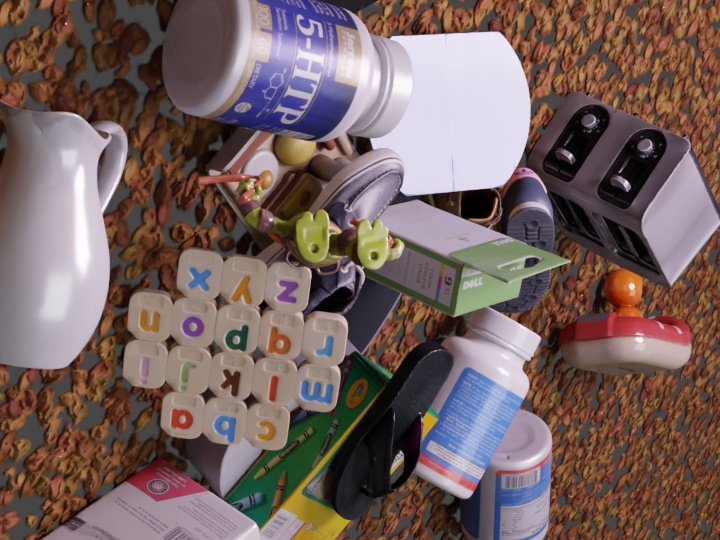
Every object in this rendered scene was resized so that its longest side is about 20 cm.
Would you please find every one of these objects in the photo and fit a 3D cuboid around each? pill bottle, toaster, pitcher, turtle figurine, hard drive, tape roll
[{"bbox_3d":[0.121,0.145,1.926,0.112,0.112,0.201,31,88,-55],"label":"pill bottle"},{"bbox_3d":[0.306,-0.091,1.968,0.119,0.180,0.200,-52,143,-10],"label":"toaster"},{"bbox_3d":[-0.245,-0.028,1.376,0.171,0.121,0.201,-1,102,-68],"label":"pitcher"},{"bbox_3d":[-0.045,-0.032,1.478,0.199,0.161,0.065,22,90,-16],"label":"turtle figurine"},{"bbox_3d":[0.000,0.000,1.752,0.201,0.042,0.135,-60,145,-3],"label":"hard drive"},{"bbox_3d":[-0.058,-0.175,1.463,0.199,0.120,0.120,9,106,-38],"label":"pill bottle"},{"bbox_3d":[0.177,0.277,2.097,0.112,0.112,0.201,-32,135,-36],"label":"pill bottle"},{"bbox_3d":[-0.074,0.148,1.697,0.200,0.066,0.201,-28,142,-25],"label":"tape roll"}]

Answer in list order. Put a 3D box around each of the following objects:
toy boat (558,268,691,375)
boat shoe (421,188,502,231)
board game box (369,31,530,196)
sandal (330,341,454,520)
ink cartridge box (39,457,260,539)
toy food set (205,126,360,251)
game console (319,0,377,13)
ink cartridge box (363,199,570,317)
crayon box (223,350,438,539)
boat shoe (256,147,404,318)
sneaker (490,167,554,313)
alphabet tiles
[{"bbox_3d":[0.340,0.062,2.179,0.200,0.130,0.132,14,72,-54],"label":"toy boat"},{"bbox_3d":[0.115,-0.062,1.836,0.072,0.067,0.200,-48,142,-20],"label":"boat shoe"},{"bbox_3d":[0.081,-0.159,1.732,0.199,0.039,0.159,-7,97,-30],"label":"board game box"},{"bbox_3d":[0.032,0.161,1.620,0.075,0.048,0.201,6,118,-48],"label":"sandal"},{"bbox_3d":[-0.210,0.284,1.581,0.200,0.144,0.085,-34,136,-34],"label":"ink cartridge box"},{"bbox_3d":[-0.053,-0.093,1.610,0.144,0.060,0.200,-52,143,-15],"label":"toy food set"},{"bbox_3d":[-0.019,-0.319,1.544,0.200,0.116,0.177,-34,106,-35],"label":"game console"},{"bbox_3d":[0.092,-0.005,1.654,0.104,0.199,0.060,-15,120,-46],"label":"ink cartridge box"},{"bbox_3d":[-0.027,0.186,1.675,0.200,0.058,0.119,-49,145,3],"label":"crayon box"},{"bbox_3d":[-0.014,-0.021,1.598,0.200,0.093,0.075,-45,143,-4],"label":"boat shoe"},{"bbox_3d":[0.184,-0.033,1.948,0.070,0.082,0.200,1,142,-7],"label":"sneaker"},{"bbox_3d":[-0.114,0.072,1.554,0.015,0.199,0.197,-86,-176,-64],"label":"alphabet tiles"}]
